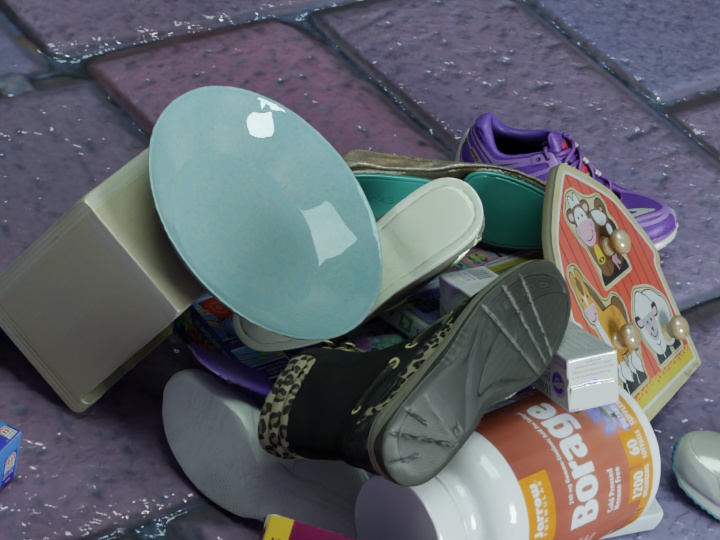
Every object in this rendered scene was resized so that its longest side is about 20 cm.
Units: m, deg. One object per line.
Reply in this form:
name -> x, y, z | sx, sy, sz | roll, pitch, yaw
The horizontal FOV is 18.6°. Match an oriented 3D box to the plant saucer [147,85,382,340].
plant saucer -> -0.073, -0.033, 1.526 | 0.200, 0.039, 0.202 | 24, 47, -29

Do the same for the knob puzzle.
knob puzzle -> 0.198, 0.008, 1.677 | 0.219, 0.030, 0.221 | 34, 44, -42

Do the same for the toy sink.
toy sink -> -0.181, 0.013, 1.575 | 0.112, 0.200, 0.130 | 50, 38, -3

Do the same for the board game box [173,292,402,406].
board game box -> -0.033, 0.036, 1.680 | 0.199, 0.035, 0.135 | -14, 46, -34

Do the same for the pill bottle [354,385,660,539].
pill bottle -> 0.097, 0.146, 1.468 | 0.199, 0.113, 0.112 | -19, 48, -38

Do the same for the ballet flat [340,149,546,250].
ballet flat -> 0.070, -0.063, 1.729 | 0.199, 0.068, 0.067 | 11, 22, -9

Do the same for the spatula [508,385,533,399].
spatula -> 0.125, 0.063, 1.602 | 0.020, 0.057, 0.200 | 31, 45, 2

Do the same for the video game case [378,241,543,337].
video game case -> 0.078, 0.002, 1.706 | 0.182, 0.022, 0.199 | 34, 35, 33

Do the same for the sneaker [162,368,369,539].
sneaker -> -0.048, 0.135, 1.524 | 0.200, 0.075, 0.088 | 39, 35, 15

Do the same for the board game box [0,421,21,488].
board game box -> -0.348, 0.118, 1.448 | 0.199, 0.045, 0.152 | 24, 37, 13

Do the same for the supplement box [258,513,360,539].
supplement box -> 0.013, 0.252, 1.353 | 0.199, 0.104, 0.131 | 16, 35, 0

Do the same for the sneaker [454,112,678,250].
sneaker -> 0.176, -0.073, 1.863 | 0.199, 0.084, 0.081 | 22, 37, 7

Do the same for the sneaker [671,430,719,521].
sneaker -> 0.327, 0.157, 1.614 | 0.199, 0.081, 0.077 | 21, 38, 10

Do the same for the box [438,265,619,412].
box -> 0.113, 0.045, 1.527 | 0.041, 0.039, 0.200 | -12, 21, -22

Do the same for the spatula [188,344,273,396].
spatula -> -0.023, 0.079, 1.534 | 0.199, 0.021, 0.057 | 8, 16, -22

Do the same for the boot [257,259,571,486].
boot -> 0.034, 0.064, 1.448 | 0.150, 0.073, 0.200 | -2, 38, 50

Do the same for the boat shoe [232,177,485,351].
boat shoe -> 0.001, 0.003, 1.609 | 0.201, 0.060, 0.072 | -30, 77, 1

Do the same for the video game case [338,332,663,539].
video game case -> 0.100, 0.119, 1.602 | 0.181, 0.024, 0.200 | -6, 49, -31
